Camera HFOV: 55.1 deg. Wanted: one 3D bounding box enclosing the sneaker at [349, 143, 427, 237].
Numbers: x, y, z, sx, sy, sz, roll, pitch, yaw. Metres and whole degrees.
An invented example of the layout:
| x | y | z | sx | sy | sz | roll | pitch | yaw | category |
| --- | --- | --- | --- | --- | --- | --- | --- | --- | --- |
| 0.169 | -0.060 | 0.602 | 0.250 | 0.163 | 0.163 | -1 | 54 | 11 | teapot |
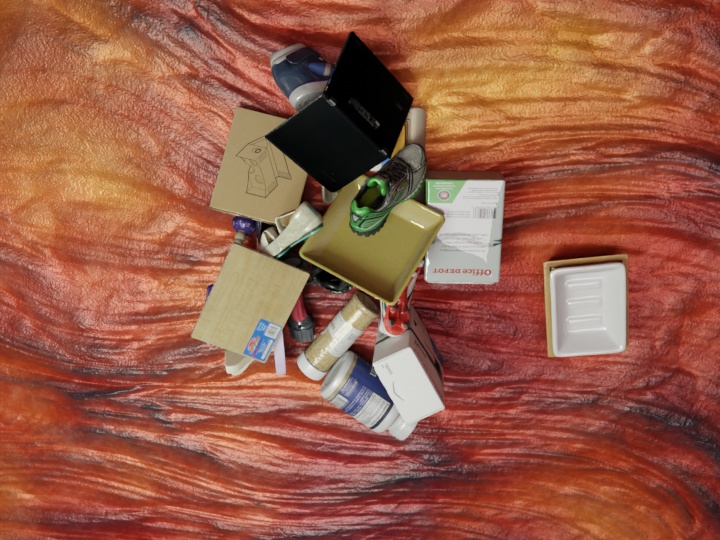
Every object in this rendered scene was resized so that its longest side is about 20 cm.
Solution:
| x | y | z | sx | sy | sz | roll | pitch | yaw | category |
| --- | --- | --- | --- | --- | --- | --- | --- | --- | --- |
| 0.054 | -0.151 | 1.222 | 0.078 | 0.085 | 0.200 | 32 | 71 | 14 | sneaker |

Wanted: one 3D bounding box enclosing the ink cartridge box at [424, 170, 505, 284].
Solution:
| x | y | z | sx | sy | sz | roll | pitch | yaw | category |
| --- | --- | --- | --- | --- | --- | --- | --- | --- | --- |
| 0.194 | -0.082 | 1.309 | 0.145 | 0.083 | 0.202 | 2 | 110 | 5 | ink cartridge box |

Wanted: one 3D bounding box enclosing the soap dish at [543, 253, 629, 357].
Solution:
| x | y | z | sx | sy | sz | roll | pitch | yaw | category |
| --- | --- | --- | --- | --- | --- | --- | --- | --- | --- |
| 0.436 | 0.064 | 1.341 | 0.156 | 0.081 | 0.202 | -6 | 109 | 7 | soap dish |

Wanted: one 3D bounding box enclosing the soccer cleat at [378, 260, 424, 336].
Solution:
| x | y | z | sx | sy | sz | roll | pitch | yaw | category |
| --- | --- | --- | --- | --- | --- | --- | --- | --- | --- |
| 0.072 | 0.028 | 1.319 | 0.068 | 0.085 | 0.202 | 13 | 78 | -18 | soccer cleat |

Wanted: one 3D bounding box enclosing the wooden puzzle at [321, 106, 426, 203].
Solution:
| x | y | z | sx | sy | sz | roll | pitch | yaw | category |
| --- | --- | --- | --- | --- | --- | --- | --- | --- | --- |
| 0.023 | -0.214 | 1.303 | 0.198 | 0.037 | 0.187 | 1 | 109 | 5 | wooden puzzle |

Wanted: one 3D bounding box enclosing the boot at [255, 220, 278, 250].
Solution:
| x | y | z | sx | sy | sz | roll | pitch | yaw | category |
| --- | --- | --- | --- | --- | --- | --- | --- | --- | --- |
| -0.179 | -0.038 | 1.355 | 0.072 | 0.090 | 0.202 | 1 | 110 | 5 | boot |

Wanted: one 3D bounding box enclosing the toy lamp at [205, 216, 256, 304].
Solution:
| x | y | z | sx | sy | sz | roll | pitch | yaw | category |
| --- | --- | --- | --- | --- | --- | --- | --- | --- | --- |
| -0.250 | -0.007 | 1.325 | 0.058 | 0.201 | 0.058 | 12 | 154 | 6 | toy lamp |

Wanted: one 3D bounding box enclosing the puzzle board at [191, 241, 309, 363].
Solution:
| x | y | z | sx | sy | sz | roll | pitch | yaw | category |
| --- | --- | --- | --- | --- | --- | --- | --- | --- | --- |
| -0.202 | 0.062 | 1.264 | 0.150 | 0.017 | 0.201 | 22 | 107 | -18 | puzzle board |

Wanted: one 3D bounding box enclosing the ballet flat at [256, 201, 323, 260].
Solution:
| x | y | z | sx | sy | sz | roll | pitch | yaw | category |
| --- | --- | --- | --- | --- | --- | --- | --- | --- | --- |
| -0.141 | -0.064 | 1.246 | 0.199 | 0.067 | 0.063 | -32 | 98 | 38 | ballet flat |

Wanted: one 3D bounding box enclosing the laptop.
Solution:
| x | y | z | sx | sy | sz | roll | pitch | yaw | category |
| --- | --- | --- | --- | --- | --- | --- | --- | --- | --- |
| -0.031 | -0.268 | 1.204 | 0.187 | 0.115 | 0.201 | 36 | 70 | -43 | laptop |

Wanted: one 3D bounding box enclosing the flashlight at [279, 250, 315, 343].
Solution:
| x | y | z | sx | sy | sz | roll | pitch | yaw | category |
| --- | --- | --- | --- | --- | --- | --- | --- | --- | --- |
| -0.123 | 0.058 | 1.369 | 0.067 | 0.068 | 0.201 | -3 | 127 | 7 | flashlight |

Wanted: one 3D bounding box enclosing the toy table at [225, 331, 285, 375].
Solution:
| x | y | z | sx | sy | sz | roll | pitch | yaw | category |
| --- | --- | --- | --- | --- | --- | --- | --- | --- | --- |
| -0.214 | 0.127 | 1.384 | 0.116 | 0.184 | 0.202 | -7 | 114 | -8 | toy table |

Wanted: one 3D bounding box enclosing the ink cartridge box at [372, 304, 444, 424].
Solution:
| x | y | z | sx | sy | sz | roll | pitch | yaw | category |
| --- | --- | --- | --- | --- | --- | --- | --- | --- | --- |
| 0.097 | 0.179 | 1.350 | 0.084 | 0.200 | 0.145 | -27 | 106 | 14 | ink cartridge box |

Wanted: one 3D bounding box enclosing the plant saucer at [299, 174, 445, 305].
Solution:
| x | y | z | sx | sy | sz | roll | pitch | yaw | category |
| --- | --- | --- | --- | --- | --- | --- | --- | --- | --- |
| 0.023 | -0.054 | 1.253 | 0.199 | 0.049 | 0.201 | 28 | 71 | 14 | plant saucer |

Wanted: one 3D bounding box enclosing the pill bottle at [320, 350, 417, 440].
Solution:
| x | y | z | sx | sy | sz | roll | pitch | yaw | category |
| --- | --- | --- | --- | --- | --- | --- | --- | --- | --- |
| 0.025 | 0.264 | 1.435 | 0.199 | 0.111 | 0.111 | 35 | 109 | -8 | pill bottle |

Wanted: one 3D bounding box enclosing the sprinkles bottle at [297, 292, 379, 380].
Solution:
| x | y | z | sx | sy | sz | roll | pitch | yaw | category |
| --- | --- | --- | --- | --- | --- | --- | --- | --- | --- |
| -0.046 | 0.136 | 1.418 | 0.068 | 0.068 | 0.200 | 39 | 108 | -9 | sprinkles bottle |

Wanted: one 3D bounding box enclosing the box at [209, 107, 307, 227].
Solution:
| x | y | z | sx | sy | sz | roll | pitch | yaw | category |
| --- | --- | --- | --- | --- | --- | --- | --- | --- | --- |
| -0.178 | -0.191 | 1.285 | 0.162 | 0.021 | 0.202 | 14 | 80 | -1 | box |

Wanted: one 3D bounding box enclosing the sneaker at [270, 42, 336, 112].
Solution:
| x | y | z | sx | sy | sz | roll | pitch | yaw | category |
| --- | --- | --- | --- | --- | --- | --- | --- | --- | --- |
| -0.064 | -0.360 | 1.238 | 0.199 | 0.147 | 0.081 | -14 | 154 | -29 | sneaker |

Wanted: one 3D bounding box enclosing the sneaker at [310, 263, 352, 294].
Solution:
| x | y | z | sx | sy | sz | roll | pitch | yaw | category |
| --- | --- | --- | --- | --- | --- | --- | --- | --- | --- |
| 0.000 | 0.001 | 1.342 | 0.198 | 0.111 | 0.077 | 2 | 110 | 4 | sneaker |

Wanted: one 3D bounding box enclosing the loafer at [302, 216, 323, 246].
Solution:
| x | y | z | sx | sy | sz | roll | pitch | yaw | category |
| --- | --- | --- | --- | --- | --- | --- | --- | --- | --- |
| -0.017 | -0.085 | 1.336 | 0.198 | 0.073 | 0.073 | -5 | 147 | -11 | loafer |
